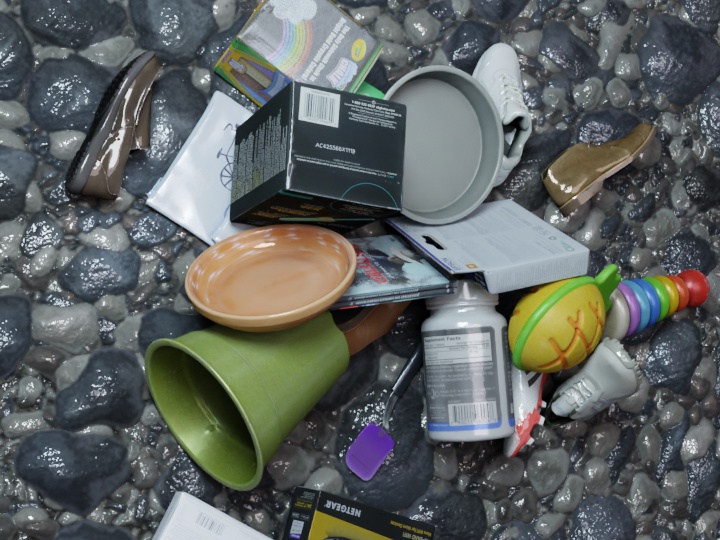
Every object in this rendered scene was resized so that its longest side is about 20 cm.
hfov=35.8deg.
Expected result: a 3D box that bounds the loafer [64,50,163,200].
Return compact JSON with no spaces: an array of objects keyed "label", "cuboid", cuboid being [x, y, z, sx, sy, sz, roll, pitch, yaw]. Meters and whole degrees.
[{"label":"loafer","cuboid":[-0.286,-0.171,1.348,0.071,0.073,0.201,30,77,-25]}]

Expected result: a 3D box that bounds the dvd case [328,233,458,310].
[{"label":"dvd case","cuboid":[0.000,0.000,1.376,0.198,0.146,0.022,-5,118,-26]}]

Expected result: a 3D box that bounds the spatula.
[{"label":"spatula","cuboid":[0.041,0.172,1.437,0.056,0.020,0.201,42,64,-31]}]

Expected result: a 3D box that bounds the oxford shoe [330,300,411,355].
[{"label":"oxford shoe","cuboid":[0.035,0.036,1.446,0.200,0.071,0.072,-38,126,-25]}]

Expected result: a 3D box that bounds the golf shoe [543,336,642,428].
[{"label":"golf shoe","cuboid":[0.296,0.158,1.447,0.097,0.200,0.078,-33,72,-21]}]

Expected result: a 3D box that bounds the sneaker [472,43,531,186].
[{"label":"sneaker","cuboid":[0.202,-0.219,1.521,0.077,0.099,0.202,6,80,-21]}]

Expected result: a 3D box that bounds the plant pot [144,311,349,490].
[{"label":"plant pot","cuboid":[-0.119,0.119,1.312,0.190,0.200,0.201,-36,95,-35]}]

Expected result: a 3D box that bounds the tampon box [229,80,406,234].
[{"label":"tampon box","cuboid":[-0.054,-0.125,1.330,0.149,0.200,0.127,8,79,-24]}]

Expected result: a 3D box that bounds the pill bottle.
[{"label":"pill bottle","cuboid":[0.136,0.114,1.431,0.113,0.114,0.202,-2,85,-21]}]

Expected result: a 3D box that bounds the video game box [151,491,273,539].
[{"label":"video game box","cuboid":[-0.170,0.387,1.309,0.199,0.047,0.183,32,68,-14]}]

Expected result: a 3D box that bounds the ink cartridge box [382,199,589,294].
[{"label":"ink cartridge box","cuboid":[0.156,-0.031,1.428,0.198,0.200,0.041,-9,116,-22]}]

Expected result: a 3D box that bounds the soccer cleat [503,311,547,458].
[{"label":"soccer cleat","cuboid":[0.210,0.149,1.489,0.085,0.069,0.201,21,75,-3]}]

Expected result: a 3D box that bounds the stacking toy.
[{"label":"stacking toy","cuboid":[0.416,0.041,1.578,0.199,0.085,0.086,-13,86,-26]}]

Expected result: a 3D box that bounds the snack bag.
[{"label":"snack bag","cuboid":[-0.144,-0.109,1.412,0.199,0.021,0.189,34,72,-13]}]

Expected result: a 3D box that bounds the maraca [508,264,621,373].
[{"label":"maraca","cuboid":[0.265,0.061,1.426,0.199,0.138,0.107,-25,55,-36]}]

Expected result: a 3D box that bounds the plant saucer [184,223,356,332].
[{"label":"plant saucer","cuboid":[-0.101,0.011,1.283,0.199,0.200,0.038,-22,124,-23]}]

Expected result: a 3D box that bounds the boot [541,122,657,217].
[{"label":"boot","cuboid":[0.341,-0.164,1.588,0.200,0.074,0.076,-37,86,-20]}]

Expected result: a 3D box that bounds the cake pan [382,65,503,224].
[{"label":"cake pan","cuboid":[0.093,-0.161,1.439,0.199,0.037,0.202,-4,99,-27]}]

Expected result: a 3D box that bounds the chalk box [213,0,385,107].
[{"label":"chalk box","cuboid":[-0.062,-0.255,1.414,0.200,0.124,0.125,38,69,-13]}]

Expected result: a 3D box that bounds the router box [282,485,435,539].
[{"label":"router box","cuboid":[-0.010,0.360,1.339,0.199,0.052,0.159,25,72,-37]}]
